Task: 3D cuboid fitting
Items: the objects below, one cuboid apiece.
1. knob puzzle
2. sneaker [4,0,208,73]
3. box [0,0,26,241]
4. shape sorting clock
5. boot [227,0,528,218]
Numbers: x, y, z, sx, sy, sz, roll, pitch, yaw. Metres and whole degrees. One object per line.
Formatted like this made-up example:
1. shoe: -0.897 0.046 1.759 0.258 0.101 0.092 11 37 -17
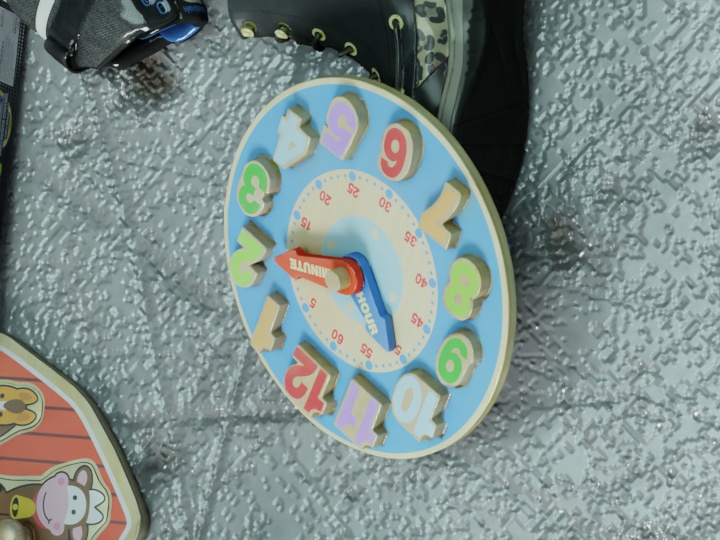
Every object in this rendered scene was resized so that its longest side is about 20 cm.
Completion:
1. knob puzzle: -0.211 0.132 1.593 0.219 0.030 0.220 -3 82 24
2. sneaker: -0.104 -0.191 1.567 0.112 0.073 0.200 48 111 18
3. box: -0.276 -0.054 1.629 0.160 0.044 0.200 2 81 25
4. shape sorting clock: 0.000 0.000 1.472 0.200 0.039 0.200 23 123 40
5. boot: 0.007 -0.111 1.508 0.154 0.073 0.204 5 93 33
